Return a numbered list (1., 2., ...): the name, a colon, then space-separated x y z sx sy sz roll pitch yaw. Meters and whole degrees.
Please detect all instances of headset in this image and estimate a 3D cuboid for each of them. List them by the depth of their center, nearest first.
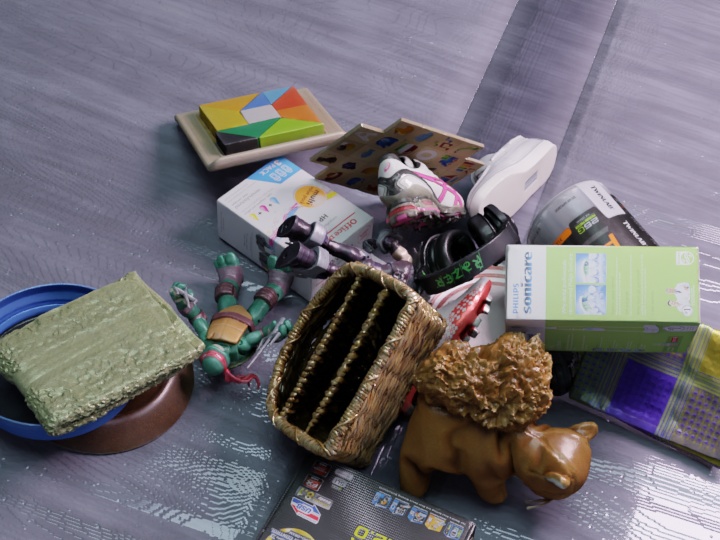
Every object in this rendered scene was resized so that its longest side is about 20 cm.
1. headset: 0.137 -0.017 1.773 0.123 0.094 0.200 -29 11 22

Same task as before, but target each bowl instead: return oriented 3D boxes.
1. bowl: -0.337 0.101 1.687 0.199 0.040 0.201 2 48 -2

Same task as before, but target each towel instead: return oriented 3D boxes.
1. towel: -0.282 0.089 1.652 0.199 0.037 0.148 -29 57 -27
2. towel: 0.341 0.118 1.705 0.199 0.144 0.023 26 13 16

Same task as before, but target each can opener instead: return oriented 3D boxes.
1. can opener: 0.200 0.066 1.754 0.078 0.064 0.201 -3 49 -7

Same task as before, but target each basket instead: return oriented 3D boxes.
1. basket: -0.021 0.091 1.636 0.142 0.149 0.201 30 88 20

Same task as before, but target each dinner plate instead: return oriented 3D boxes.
1. dinner plate: 0.160 0.070 1.805 0.199 0.024 0.201 2 49 -3

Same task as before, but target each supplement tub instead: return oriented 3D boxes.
1. supplement tub: 0.297 0.001 1.803 0.122 0.123 0.200 -24 59 -24

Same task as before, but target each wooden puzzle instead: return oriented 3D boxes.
1. wooden puzzle: -0.130 -0.189 1.957 0.184 0.037 0.200 -14 27 -15

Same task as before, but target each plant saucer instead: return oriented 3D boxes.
1. plant saucer: -0.288 0.115 1.726 0.199 0.035 0.201 1 49 -2

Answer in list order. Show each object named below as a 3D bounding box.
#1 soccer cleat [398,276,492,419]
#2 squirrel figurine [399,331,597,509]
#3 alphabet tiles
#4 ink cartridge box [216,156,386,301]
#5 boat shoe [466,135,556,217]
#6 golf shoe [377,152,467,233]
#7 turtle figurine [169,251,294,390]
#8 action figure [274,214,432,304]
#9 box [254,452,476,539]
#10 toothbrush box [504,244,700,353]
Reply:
1. soccer cleat: 0.074 0.076 1.730 0.085 0.069 0.200 35 78 11
2. squirrel figurine: 0.150 0.162 1.602 0.186 0.201 0.142 18 42 27
3. alphabet tiles: 0.046 -0.132 1.858 0.199 0.166 0.006 13 61 -37
4. ink cartridge box: -0.064 -0.043 1.859 0.200 0.068 0.115 34 55 24
5. boat shoe: 0.178 -0.121 1.935 0.068 0.072 0.200 22 42 25
6. golf shoe: 0.075 -0.096 1.842 0.072 0.200 0.093 -19 82 17
7. turtle figurine: -0.148 0.056 1.746 0.149 0.101 0.200 18 36 3
8. action figure: 0.000 0.000 1.772 0.199 0.069 0.131 23 55 -21
9. box: -0.001 0.293 1.579 0.199 0.044 0.160 22 50 15
10. toothbrush box: 0.254 0.032 1.630 0.199 0.146 0.087 -1 75 7
